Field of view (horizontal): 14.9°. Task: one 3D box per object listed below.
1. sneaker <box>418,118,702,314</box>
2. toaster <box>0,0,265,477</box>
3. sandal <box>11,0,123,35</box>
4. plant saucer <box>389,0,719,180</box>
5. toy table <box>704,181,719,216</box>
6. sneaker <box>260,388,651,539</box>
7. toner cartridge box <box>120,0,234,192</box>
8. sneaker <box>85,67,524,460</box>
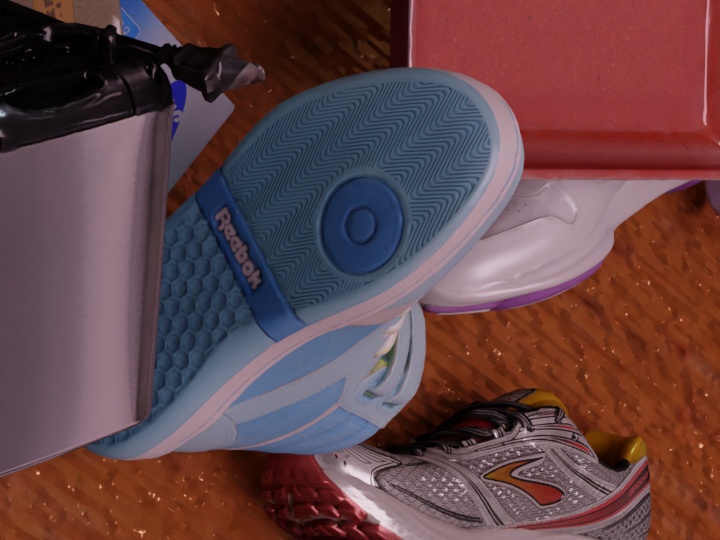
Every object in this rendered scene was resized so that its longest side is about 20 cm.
[{"bbox_3d":[0.077,-0.054,1.090,0.200,0.075,0.100,-38,111,-35],"label":"sneaker"},{"bbox_3d":[-0.161,-0.017,0.783,0.181,0.200,0.119,-17,119,-40],"label":"toaster"},{"bbox_3d":[-0.105,-0.136,0.878,0.080,0.054,0.200,-32,123,-36],"label":"sandal"},{"bbox_3d":[0.081,-0.134,1.014,0.199,0.037,0.201,-2,94,-42],"label":"plant saucer"},{"bbox_3d":[0.258,-0.053,1.156,0.117,0.200,0.184,44,31,-33],"label":"toy table"},{"bbox_3d":[0.039,0.082,1.083,0.200,0.078,0.082,16,83,-45],"label":"sneaker"},{"bbox_3d":[-0.139,-0.015,0.950,0.200,0.043,0.095,-53,124,-17],"label":"toner cartridge box"},{"bbox_3d":[0.000,0.000,0.949,0.130,0.200,0.080,8,56,-52],"label":"sneaker"}]
